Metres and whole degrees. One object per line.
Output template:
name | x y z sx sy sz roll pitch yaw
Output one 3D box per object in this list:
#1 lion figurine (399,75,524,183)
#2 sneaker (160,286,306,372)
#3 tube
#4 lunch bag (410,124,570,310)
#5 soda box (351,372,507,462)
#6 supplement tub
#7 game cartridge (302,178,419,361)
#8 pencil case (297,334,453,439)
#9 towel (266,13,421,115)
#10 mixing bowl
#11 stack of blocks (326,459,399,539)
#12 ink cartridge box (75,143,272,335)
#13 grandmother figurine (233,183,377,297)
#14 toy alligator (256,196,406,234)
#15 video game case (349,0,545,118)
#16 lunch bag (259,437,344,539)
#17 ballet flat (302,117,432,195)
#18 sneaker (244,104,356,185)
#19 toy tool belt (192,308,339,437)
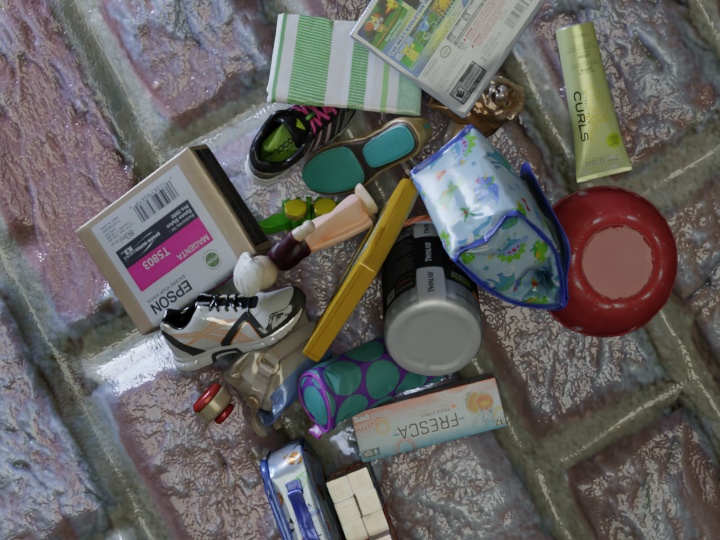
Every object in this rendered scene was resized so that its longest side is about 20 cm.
lion figurine | 0.130 -0.167 1.672 0.121 0.073 0.202 19 105 -7
sneaker | -0.163 0.061 1.597 0.198 0.074 0.081 -22 118 13
tube | 0.302 -0.222 1.672 0.058 0.052 0.203 -7 97 41
lunch bag | 0.177 -0.054 1.574 0.127 0.200 0.171 -35 46 15
soda box | 0.089 0.192 1.671 0.197 0.064 0.069 -14 91 2
supplement tub | 0.087 0.026 1.591 0.121 0.201 0.124 0 126 -1
game cartridge | 0.000 0.000 1.572 0.032 0.201 0.177 32 127 -1
pencil case | 0.018 0.135 1.618 0.198 0.085 0.093 -20 130 -30
towel | -0.017 -0.266 1.653 0.197 0.024 0.154 5 56 0
mixing bowl | 0.322 -0.010 1.643 0.197 0.108 0.203 0 92 1
stack of blocks | 0.017 0.353 1.648 0.058 0.115 0.203 -20 90 1
ink cartridge box | -0.241 -0.040 1.650 0.199 0.075 0.166 -35 88 14
grandmother figurine | -0.071 -0.033 1.581 0.199 0.122 0.061 -34 72 -11
toy alligator | -0.037 -0.074 1.678 0.197 0.060 0.055 -2 50 1
video game case | 0.114 -0.325 1.593 0.181 0.022 0.201 34 100 -8
lunch bag | -0.071 0.313 1.627 0.075 0.160 0.202 -21 91 1
ballet flat | 0.012 -0.148 1.655 0.198 0.063 0.069 -17 101 37
sneaker | -0.073 -0.189 1.657 0.200 0.087 0.074 -42 89 -1
toy tool belt | -0.108 0.146 1.635 0.123 0.125 0.200 45 63 -6
